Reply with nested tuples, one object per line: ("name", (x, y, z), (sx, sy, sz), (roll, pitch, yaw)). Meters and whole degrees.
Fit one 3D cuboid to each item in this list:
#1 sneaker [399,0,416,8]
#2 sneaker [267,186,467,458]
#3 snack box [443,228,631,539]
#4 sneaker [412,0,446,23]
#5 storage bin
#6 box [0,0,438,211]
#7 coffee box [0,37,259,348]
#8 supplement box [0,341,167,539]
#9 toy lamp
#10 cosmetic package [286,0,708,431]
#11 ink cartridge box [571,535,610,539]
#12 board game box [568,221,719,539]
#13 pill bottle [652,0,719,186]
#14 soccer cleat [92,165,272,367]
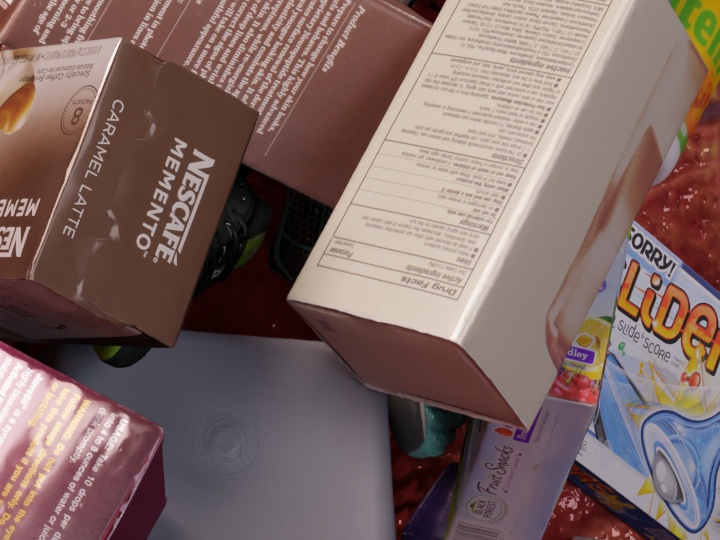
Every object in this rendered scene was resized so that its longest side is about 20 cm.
("sneaker", (-0.015, -0.150, 1.459), (0.199, 0.074, 0.088), (-20, 99, -16))
("sneaker", (0.000, 0.000, 1.481), (0.078, 0.091, 0.201), (26, 51, -68))
("snack box", (0.089, 0.042, 1.472), (0.053, 0.200, 0.143), (12, 62, -1))
("sneaker", (0.067, -0.151, 1.549), (0.200, 0.079, 0.096), (-58, 158, -1))
("storage bin", (-0.075, 0.103, 1.405), (0.199, 0.146, 0.135), (6, 76, -15))
("box", (-0.072, -0.117, 1.364), (0.200, 0.075, 0.100), (27, 100, -31))
("coffee box", (-0.147, -0.031, 1.302), (0.080, 0.200, 0.115), (28, 74, -34))
("supplement box", (-0.188, 0.073, 1.267), (0.200, 0.110, 0.086), (27, 70, 6))
("toy lamp", (0.029, 0.198, 1.543), (0.058, 0.058, 0.201), (30, 72, -35))
("cosmetic package", (0.065, -0.040, 1.353), (0.200, 0.103, 0.087), (-61, 141, -18))
("ink cartridge box", (0.171, 0.209, 1.619), (0.200, 0.117, 0.067), (48, 62, -30))
("board game box", (0.164, 0.068, 1.663), (0.200, 0.034, 0.136), (37, 69, -33))
("pill bottle", (0.158, -0.154, 1.605), (0.111, 0.111, 0.200), (42, 66, -32))
("soccer cleat", (-0.083, -0.018, 1.381), (0.081, 0.068, 0.200), (26, 31, -13))
